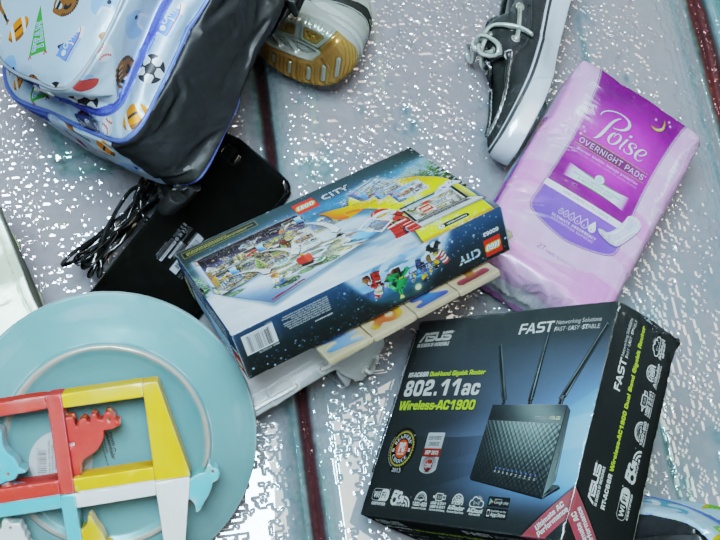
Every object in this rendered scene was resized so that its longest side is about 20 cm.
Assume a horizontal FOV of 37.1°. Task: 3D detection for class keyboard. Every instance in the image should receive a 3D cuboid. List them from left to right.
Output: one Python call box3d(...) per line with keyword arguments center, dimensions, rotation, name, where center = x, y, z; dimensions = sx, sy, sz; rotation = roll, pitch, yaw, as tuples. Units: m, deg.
box3d(center=(-0.146, -0.020, 0.807), dimensions=(0.104, 0.040, 0.200), rotation=(43, 68, -18), name="keyboard")

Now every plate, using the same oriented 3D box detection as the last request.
box3d(center=(-0.168, 0.115, 0.715), dimensions=(0.199, 0.026, 0.201), rotation=(-1, 96, -8), name="plate")

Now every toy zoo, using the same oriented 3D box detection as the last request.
box3d(center=(-0.190, 0.142, 0.691), dimensions=(0.199, 0.020, 0.132), rotation=(-8, 97, -7), name="toy zoo")

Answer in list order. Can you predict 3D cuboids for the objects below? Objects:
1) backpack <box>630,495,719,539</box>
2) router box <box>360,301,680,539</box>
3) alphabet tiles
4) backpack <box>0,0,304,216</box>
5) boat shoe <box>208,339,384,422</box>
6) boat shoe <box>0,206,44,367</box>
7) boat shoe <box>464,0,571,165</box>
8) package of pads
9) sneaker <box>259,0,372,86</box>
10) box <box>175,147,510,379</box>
box3d(center=(0.180, 0.213, 0.683), dimensions=(0.153, 0.200, 0.164), rotation=(6, 69, -26), name="backpack")
box3d(center=(0.099, 0.106, 0.706), dimensions=(0.062, 0.200, 0.150), rotation=(31, 67, -30), name="router box")
box3d(center=(0.000, 0.000, 0.765), dimensions=(0.199, 0.166, 0.006), rotation=(-27, 121, -16), name="alphabet tiles")
box3d(center=(-0.169, -0.166, 0.758), dimensions=(0.190, 0.154, 0.201), rotation=(19, 77, 44), name="backpack")
box3d(center=(-0.022, 0.053, 0.779), dimensions=(0.199, 0.072, 0.069), rotation=(-26, 97, -22), name="boat shoe")
box3d(center=(-0.249, 0.042, 0.743), dimensions=(0.072, 0.060, 0.203), rotation=(-17, 94, -11), name="boat shoe")
box3d(center=(0.122, -0.179, 0.868), dimensions=(0.068, 0.074, 0.200), rotation=(21, 70, -6), name="boat shoe")
box3d(center=(0.169, -0.050, 0.833), dimensions=(0.120, 0.076, 0.200), rotation=(33, 70, 0), name="package of pads")
box3d(center=(-0.084, -0.220, 0.864), dimensions=(0.199, 0.076, 0.088), rotation=(28, 50, 2), name="sneaker")
box3d(center=(-0.016, -0.012, 0.749), dimensions=(0.199, 0.137, 0.038), rotation=(-25, 121, -13), name="box")
